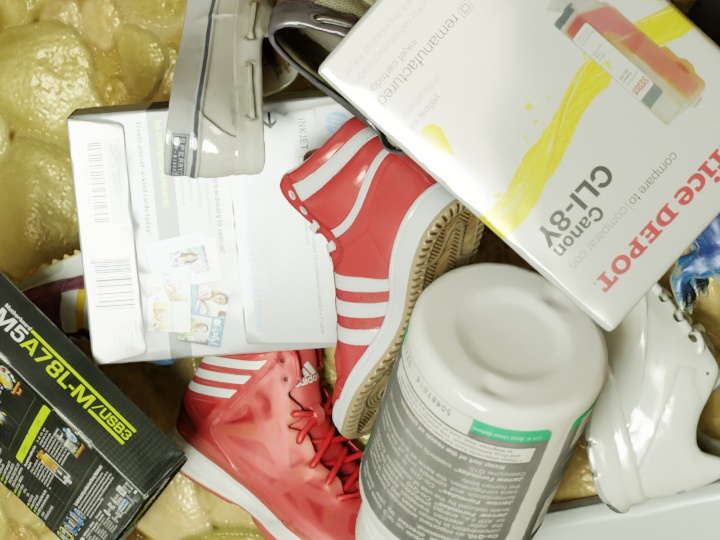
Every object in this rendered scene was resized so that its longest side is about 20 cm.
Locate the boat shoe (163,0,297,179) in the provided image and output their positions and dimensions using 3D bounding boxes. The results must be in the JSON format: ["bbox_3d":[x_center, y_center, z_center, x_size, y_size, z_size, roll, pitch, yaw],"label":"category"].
[{"bbox_3d":[-0.070,-0.125,1.264,0.070,0.200,0.071,7,130,-2],"label":"boat shoe"}]

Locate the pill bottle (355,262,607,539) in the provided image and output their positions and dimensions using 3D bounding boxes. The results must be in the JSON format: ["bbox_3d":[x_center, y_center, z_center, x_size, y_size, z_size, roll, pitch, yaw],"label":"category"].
[{"bbox_3d":[0.062,0.100,1.244,0.113,0.113,0.200,33,138,14],"label":"pill bottle"}]

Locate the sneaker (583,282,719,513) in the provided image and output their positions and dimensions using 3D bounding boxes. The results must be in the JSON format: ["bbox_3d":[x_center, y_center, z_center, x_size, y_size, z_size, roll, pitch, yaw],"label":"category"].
[{"bbox_3d":[0.163,0.039,1.261,0.087,0.075,0.201,-11,104,12],"label":"sneaker"}]

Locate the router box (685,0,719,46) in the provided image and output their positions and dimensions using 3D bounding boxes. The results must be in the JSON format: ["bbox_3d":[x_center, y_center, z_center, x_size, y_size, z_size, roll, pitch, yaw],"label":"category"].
[{"bbox_3d":[0.279,-0.114,1.131,0.200,0.062,0.150,40,116,11],"label":"router box"}]

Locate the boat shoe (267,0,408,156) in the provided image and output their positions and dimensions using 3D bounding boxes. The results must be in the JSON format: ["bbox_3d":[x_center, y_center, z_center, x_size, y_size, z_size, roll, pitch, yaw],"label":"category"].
[{"bbox_3d":[0.035,-0.090,1.180,0.200,0.065,0.072,36,139,-5],"label":"boat shoe"}]

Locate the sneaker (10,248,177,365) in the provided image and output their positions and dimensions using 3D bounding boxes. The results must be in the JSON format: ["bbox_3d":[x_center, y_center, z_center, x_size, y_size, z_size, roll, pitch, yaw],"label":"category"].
[{"bbox_3d":[-0.161,0.028,1.399,0.200,0.075,0.090,-25,88,30],"label":"sneaker"}]

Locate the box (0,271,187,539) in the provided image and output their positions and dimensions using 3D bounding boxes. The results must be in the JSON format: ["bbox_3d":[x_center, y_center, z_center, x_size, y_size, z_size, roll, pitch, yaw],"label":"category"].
[{"bbox_3d":[-0.210,0.091,1.391,0.193,0.048,0.200,46,154,4],"label":"box"}]

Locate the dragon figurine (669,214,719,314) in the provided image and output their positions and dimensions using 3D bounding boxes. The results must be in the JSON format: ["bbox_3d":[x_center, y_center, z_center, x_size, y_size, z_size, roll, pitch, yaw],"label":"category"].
[{"bbox_3d":[0.199,-0.043,1.190,0.099,0.059,0.200,-31,90,29],"label":"dragon figurine"}]

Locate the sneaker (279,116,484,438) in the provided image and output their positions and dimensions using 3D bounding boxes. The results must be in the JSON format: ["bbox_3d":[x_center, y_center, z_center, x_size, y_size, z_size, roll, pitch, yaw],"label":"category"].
[{"bbox_3d":[0.000,0.000,1.268,0.112,0.071,0.200,43,135,26],"label":"sneaker"}]

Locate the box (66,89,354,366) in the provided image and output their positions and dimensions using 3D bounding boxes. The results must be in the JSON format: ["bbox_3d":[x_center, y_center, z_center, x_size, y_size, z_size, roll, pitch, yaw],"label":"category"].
[{"bbox_3d":[-0.070,-0.028,1.317,0.199,0.041,0.157,-5,104,3],"label":"box"}]

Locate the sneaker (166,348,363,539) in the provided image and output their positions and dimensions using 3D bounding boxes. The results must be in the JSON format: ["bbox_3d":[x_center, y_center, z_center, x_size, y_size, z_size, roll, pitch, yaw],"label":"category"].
[{"bbox_3d":[-0.028,0.109,1.358,0.199,0.078,0.116,26,115,16],"label":"sneaker"}]

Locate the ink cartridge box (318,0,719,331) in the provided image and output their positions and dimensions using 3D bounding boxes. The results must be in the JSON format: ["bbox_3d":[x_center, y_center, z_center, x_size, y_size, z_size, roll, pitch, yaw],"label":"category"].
[{"bbox_3d":[0.100,-0.090,1.100,0.200,0.083,0.145,42,98,-3],"label":"ink cartridge box"}]

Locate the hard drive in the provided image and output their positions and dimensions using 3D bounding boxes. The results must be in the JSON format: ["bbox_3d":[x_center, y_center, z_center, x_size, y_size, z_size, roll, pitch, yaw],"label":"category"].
[{"bbox_3d":[0.186,0.195,1.308,0.199,0.026,0.132,-14,98,29],"label":"hard drive"}]
